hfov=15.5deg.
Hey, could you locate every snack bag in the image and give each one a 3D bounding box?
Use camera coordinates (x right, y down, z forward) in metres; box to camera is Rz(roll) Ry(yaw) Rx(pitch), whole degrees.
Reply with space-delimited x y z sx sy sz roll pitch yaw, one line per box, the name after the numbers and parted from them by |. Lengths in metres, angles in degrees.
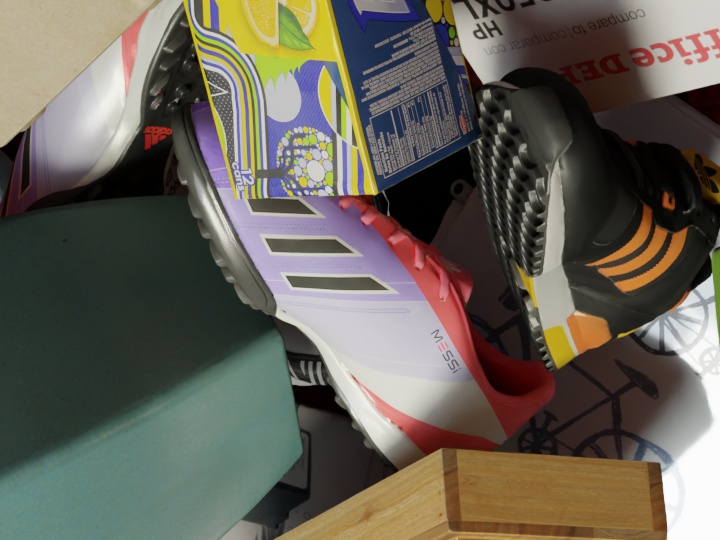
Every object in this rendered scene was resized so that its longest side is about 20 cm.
0.112 0.024 1.091 0.188 0.021 0.201 34 112 5 | snack bag

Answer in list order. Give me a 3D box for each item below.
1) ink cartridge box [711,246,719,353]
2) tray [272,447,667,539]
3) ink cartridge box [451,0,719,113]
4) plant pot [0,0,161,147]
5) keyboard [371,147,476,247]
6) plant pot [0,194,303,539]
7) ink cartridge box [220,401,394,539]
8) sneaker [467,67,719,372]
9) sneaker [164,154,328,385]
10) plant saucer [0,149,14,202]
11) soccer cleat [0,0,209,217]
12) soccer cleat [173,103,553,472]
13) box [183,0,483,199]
0.238 0.052 0.958 0.199 0.149 0.076 -1 167 -9 | ink cartridge box
0.030 0.118 1.088 0.098 0.037 0.200 5 159 -27 | tray
0.074 -0.160 0.941 0.144 0.084 0.200 -11 124 43 | ink cartridge box
-0.131 -0.168 0.976 0.177 0.200 0.200 46 140 -8 | plant pot
0.072 0.023 1.141 0.103 0.040 0.201 -9 108 15 | keyboard
-0.133 0.063 1.095 0.142 0.199 0.142 55 165 35 | plant pot
-0.062 0.117 1.262 0.199 0.086 0.147 15 155 -9 | ink cartridge box
0.093 -0.030 0.979 0.200 0.090 0.070 75 172 -67 | sneaker
-0.055 -0.012 1.193 0.199 0.075 0.115 -2 132 42 | sneaker
-0.186 -0.008 1.281 0.200 0.027 0.201 38 156 20 | plant saucer
-0.114 -0.065 1.136 0.073 0.068 0.200 48 116 31 | soccer cleat
0.000 0.000 1.039 0.073 0.068 0.200 -28 121 16 | soccer cleat
-0.024 -0.129 0.895 0.070 0.064 0.201 0 110 41 | box
